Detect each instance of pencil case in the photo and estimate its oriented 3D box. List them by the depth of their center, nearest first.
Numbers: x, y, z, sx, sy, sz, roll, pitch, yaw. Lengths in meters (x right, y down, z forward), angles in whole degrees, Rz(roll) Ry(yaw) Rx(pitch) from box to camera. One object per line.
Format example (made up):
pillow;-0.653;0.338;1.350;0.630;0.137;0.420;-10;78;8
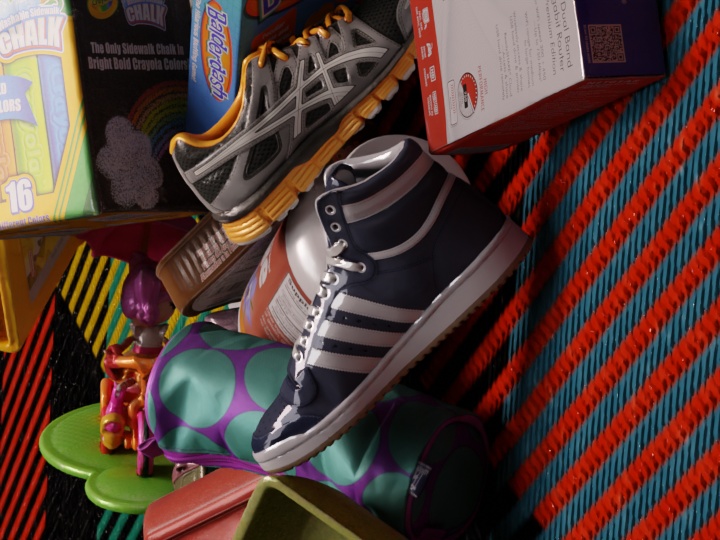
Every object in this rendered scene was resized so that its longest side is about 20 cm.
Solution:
pencil case;-0.028;0.098;1.569;0.093;0.199;0.085;-65;-28;-12

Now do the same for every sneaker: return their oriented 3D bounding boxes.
sneaker;-0.012;0.014;1.471;0.200;0.108;0.070;-43;11;13
sneaker;-0.029;-0.110;1.552;0.200;0.077;0.078;-49;11;-2

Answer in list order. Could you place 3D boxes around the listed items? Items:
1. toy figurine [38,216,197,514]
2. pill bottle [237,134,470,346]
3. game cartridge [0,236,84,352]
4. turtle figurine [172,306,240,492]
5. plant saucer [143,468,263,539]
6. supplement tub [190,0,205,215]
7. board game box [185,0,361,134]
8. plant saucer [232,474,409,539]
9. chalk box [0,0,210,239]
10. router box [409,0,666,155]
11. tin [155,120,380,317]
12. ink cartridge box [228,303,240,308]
toy figurine;-0.152;0.046;1.852;0.200;0.149;0.185;-101;11;-71
pill bottle;0.000;0.000;1.605;0.200;0.112;0.113;123;142;-60
game cartridge;-0.216;-0.073;1.819;0.200;0.032;0.177;-63;-22;-45
turtle figurine;-0.075;0.133;1.759;0.150;0.100;0.201;127;143;-62
plant saucer;-0.048;0.211;1.661;0.200;0.037;0.200;-28;79;37
supplement tub;-0.090;-0.117;1.814;0.200;0.144;0.145;163;105;-76
board game box;-0.036;-0.166;1.615;0.045;0.152;0.201;37;144;25
plant saucer;0.008;0.218;1.536;0.048;0.200;0.200;-47;-13;-44
chalk box;-0.184;-0.126;1.670;0.123;0.125;0.201;-9;87;34
router box;0.081;-0.177;1.384;0.179;0.049;0.201;157;108;-64
tin;-0.053;-0.030;1.710;0.042;0.112;0.200;58;137;9
ink cartridge box;-0.044;0.065;1.865;0.200;0.043;0.174;128;138;-64
